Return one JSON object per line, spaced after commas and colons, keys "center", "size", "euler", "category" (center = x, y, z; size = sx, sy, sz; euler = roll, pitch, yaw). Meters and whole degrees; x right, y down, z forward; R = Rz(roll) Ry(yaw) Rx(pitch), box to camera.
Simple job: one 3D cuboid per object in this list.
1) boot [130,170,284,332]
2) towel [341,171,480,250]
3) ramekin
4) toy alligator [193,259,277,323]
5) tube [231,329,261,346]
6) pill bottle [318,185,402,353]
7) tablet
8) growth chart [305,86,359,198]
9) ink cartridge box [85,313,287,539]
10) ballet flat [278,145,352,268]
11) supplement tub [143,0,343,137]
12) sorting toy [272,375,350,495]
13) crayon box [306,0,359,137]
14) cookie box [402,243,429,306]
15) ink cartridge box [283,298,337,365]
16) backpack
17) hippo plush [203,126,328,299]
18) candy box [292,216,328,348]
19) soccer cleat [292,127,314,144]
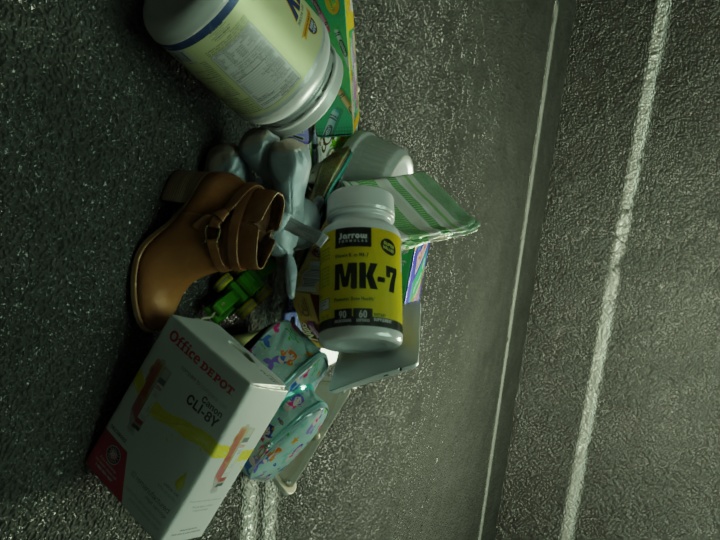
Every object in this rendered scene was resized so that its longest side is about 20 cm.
{"center": [-0.175, -0.015, 0.843], "size": [0.073, 0.151, 0.206], "euler": [21, 83, -65], "category": "boot"}
{"center": [0.077, -0.097, 1.130], "size": [0.197, 0.153, 0.024], "euler": [-14, 142, -42], "category": "towel"}
{"center": [0.022, -0.131, 1.270], "size": [0.202, 0.092, 0.208], "euler": [17, 89, -72], "category": "ramekin"}
{"center": [-0.178, 0.044, 0.992], "size": [0.054, 0.059, 0.200], "euler": [-44, -179, 40], "category": "toy alligator"}
{"center": [-0.182, 0.120, 1.027], "size": [0.053, 0.057, 0.199], "euler": [68, 20, 9], "category": "tube"}
{"center": [0.000, 0.000, 0.983], "size": [0.114, 0.111, 0.206], "euler": [36, 50, -64], "category": "pill bottle"}
{"center": [0.025, 0.103, 1.046], "size": [0.201, 0.127, 0.014], "euler": [-77, 145, -67], "category": "tablet"}
{"center": [-0.046, -0.214, 1.197], "size": [0.200, 0.017, 0.148], "euler": [-49, 144, -51], "category": "growth chart"}
{"center": [-0.197, 0.174, 0.833], "size": [0.203, 0.144, 0.083], "euler": [-58, 153, 3], "category": "ink cartridge box"}
{"center": [-0.076, -0.105, 1.113], "size": [0.204, 0.069, 0.071], "euler": [-67, 154, -4], "category": "ballet flat"}
{"center": [-0.122, -0.256, 0.809], "size": [0.199, 0.142, 0.148], "euler": [38, 67, -46], "category": "supplement tub"}
{"center": [-0.088, 0.245, 1.235], "size": [0.203, 0.105, 0.180], "euler": [-58, 169, 0], "category": "sorting toy"}
{"center": [-0.038, -0.304, 1.053], "size": [0.119, 0.056, 0.206], "euler": [-78, 165, -69], "category": "crayon box"}
{"center": [0.061, 0.000, 1.206], "size": [0.172, 0.073, 0.205], "euler": [-58, 159, -58], "category": "cookie box"}
{"center": [-0.061, 0.079, 1.232], "size": [0.199, 0.074, 0.141], "euler": [-19, 117, -64], "category": "ink cartridge box"}
{"center": [-0.123, 0.172, 0.971], "size": [0.201, 0.149, 0.178], "euler": [-51, 166, -12], "category": "backpack"}
{"center": [-0.097, -0.091, 0.961], "size": [0.162, 0.198, 0.160], "euler": [-58, 166, 11], "category": "hippo plush"}
{"center": [-0.035, 0.002, 1.106], "size": [0.118, 0.055, 0.203], "euler": [75, 27, -43], "category": "candy box"}
{"center": [-0.118, -0.227, 0.997], "size": [0.073, 0.068, 0.201], "euler": [-41, 155, -8], "category": "soccer cleat"}
